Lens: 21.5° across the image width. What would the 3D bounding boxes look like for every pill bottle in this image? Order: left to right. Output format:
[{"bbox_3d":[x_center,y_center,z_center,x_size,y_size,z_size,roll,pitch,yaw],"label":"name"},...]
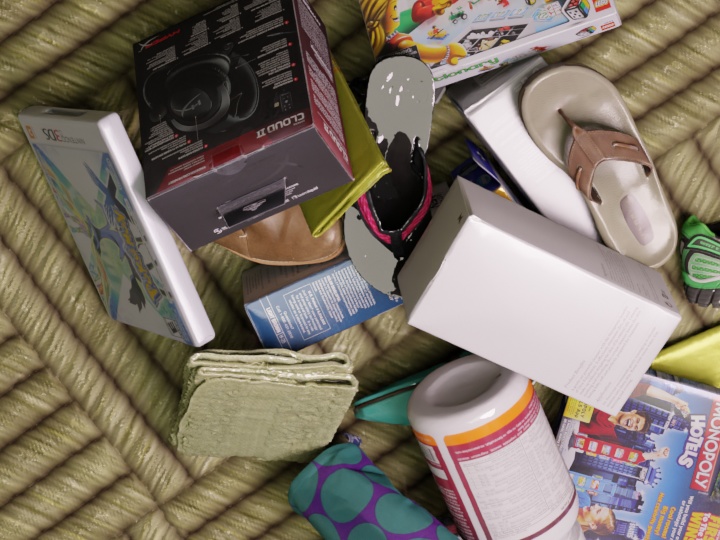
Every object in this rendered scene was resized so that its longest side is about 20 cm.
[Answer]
[{"bbox_3d":[0.123,0.179,1.621,0.109,0.110,0.201,-23,113,2],"label":"pill bottle"}]

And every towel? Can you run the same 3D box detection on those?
[{"bbox_3d":[-0.085,0.115,1.621,0.147,0.037,0.200,5,152,-8],"label":"towel"},{"bbox_3d":[-0.034,-0.114,1.530,0.018,0.200,0.086,29,114,-37],"label":"towel"},{"bbox_3d":[0.364,0.075,1.717,0.199,0.018,0.086,-24,104,3],"label":"towel"}]

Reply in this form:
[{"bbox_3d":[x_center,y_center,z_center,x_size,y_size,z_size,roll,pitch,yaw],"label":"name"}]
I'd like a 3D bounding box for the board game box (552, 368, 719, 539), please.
[{"bbox_3d":[0.265,0.183,1.700,0.199,0.062,0.201,16,109,1],"label":"board game box"}]

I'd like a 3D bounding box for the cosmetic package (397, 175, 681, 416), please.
[{"bbox_3d":[0.141,0.021,1.512,0.199,0.085,0.108,26,112,-16],"label":"cosmetic package"}]

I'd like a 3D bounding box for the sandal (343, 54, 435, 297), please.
[{"bbox_3d":[0.026,-0.072,1.523,0.075,0.045,0.201,1,108,-5],"label":"sandal"}]

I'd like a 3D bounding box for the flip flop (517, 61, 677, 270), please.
[{"bbox_3d":[0.199,-0.081,1.525,0.081,0.058,0.201,-30,109,2],"label":"flip flop"}]

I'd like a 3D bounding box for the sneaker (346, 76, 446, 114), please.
[{"bbox_3d":[-0.008,-0.127,1.589,0.200,0.075,0.079,-41,104,8],"label":"sneaker"}]

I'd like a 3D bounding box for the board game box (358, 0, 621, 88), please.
[{"bbox_3d":[0.099,-0.228,1.543,0.199,0.035,0.127,-18,74,9],"label":"board game box"}]

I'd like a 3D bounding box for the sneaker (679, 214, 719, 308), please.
[{"bbox_3d":[0.377,-0.031,1.658,0.199,0.078,0.086,-15,108,0],"label":"sneaker"}]

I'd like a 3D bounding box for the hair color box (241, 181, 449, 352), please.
[{"bbox_3d":[0.000,0.000,1.618,0.199,0.100,0.061,-24,107,3],"label":"hair color box"}]

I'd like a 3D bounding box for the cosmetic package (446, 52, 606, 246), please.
[{"bbox_3d":[0.168,-0.091,1.604,0.090,0.107,0.200,-35,106,3],"label":"cosmetic package"}]

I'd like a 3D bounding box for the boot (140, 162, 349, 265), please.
[{"bbox_3d":[-0.108,-0.046,1.568,0.199,0.075,0.074,14,97,13],"label":"boot"}]

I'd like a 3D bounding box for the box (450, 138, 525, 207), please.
[{"bbox_3d":[0.141,-0.021,1.616,0.041,0.119,0.200,-39,107,8],"label":"box"}]

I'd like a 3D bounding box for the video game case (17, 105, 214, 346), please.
[{"bbox_3d":[-0.202,-0.039,1.548,0.022,0.182,0.201,-31,110,-23],"label":"video game case"}]

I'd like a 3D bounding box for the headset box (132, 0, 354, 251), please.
[{"bbox_3d":[-0.094,-0.119,1.493,0.148,0.201,0.077,-23,139,14],"label":"headset box"}]

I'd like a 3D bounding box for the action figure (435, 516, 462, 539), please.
[{"bbox_3d":[0.022,0.268,1.721,0.200,0.134,0.149,-40,80,8],"label":"action figure"}]

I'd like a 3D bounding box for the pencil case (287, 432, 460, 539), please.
[{"bbox_3d":[0.029,0.229,1.625,0.092,0.200,0.085,10,112,-48],"label":"pencil case"}]

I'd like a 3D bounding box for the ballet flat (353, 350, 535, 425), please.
[{"bbox_3d":[0.093,0.103,1.673,0.199,0.067,0.071,-28,89,2],"label":"ballet flat"}]
